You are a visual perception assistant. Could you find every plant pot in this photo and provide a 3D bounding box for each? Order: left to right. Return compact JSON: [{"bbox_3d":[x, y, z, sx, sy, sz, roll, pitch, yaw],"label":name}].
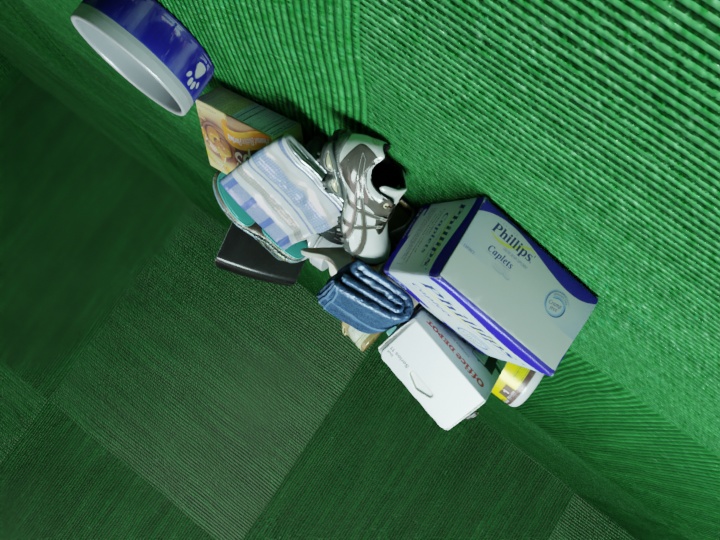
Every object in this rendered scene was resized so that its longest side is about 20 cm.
[{"bbox_3d":[-0.195,-0.068,1.644,0.174,0.204,0.200,25,173,-7],"label":"plant pot"}]

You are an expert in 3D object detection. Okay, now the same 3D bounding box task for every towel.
[{"bbox_3d":[-0.102,-0.100,1.042,0.147,0.024,0.198,46,146,-19],"label":"towel"},{"bbox_3d":[0.002,0.046,1.044,0.110,0.049,0.200,32,165,-5],"label":"towel"}]

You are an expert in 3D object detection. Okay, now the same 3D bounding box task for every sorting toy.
[{"bbox_3d":[0.000,0.000,1.221,0.176,0.110,0.200,10,165,30],"label":"sorting toy"}]

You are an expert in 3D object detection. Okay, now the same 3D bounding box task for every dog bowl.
[{"bbox_3d":[-0.307,-0.318,1.081,0.198,0.080,0.200,36,172,6],"label":"dog bowl"}]

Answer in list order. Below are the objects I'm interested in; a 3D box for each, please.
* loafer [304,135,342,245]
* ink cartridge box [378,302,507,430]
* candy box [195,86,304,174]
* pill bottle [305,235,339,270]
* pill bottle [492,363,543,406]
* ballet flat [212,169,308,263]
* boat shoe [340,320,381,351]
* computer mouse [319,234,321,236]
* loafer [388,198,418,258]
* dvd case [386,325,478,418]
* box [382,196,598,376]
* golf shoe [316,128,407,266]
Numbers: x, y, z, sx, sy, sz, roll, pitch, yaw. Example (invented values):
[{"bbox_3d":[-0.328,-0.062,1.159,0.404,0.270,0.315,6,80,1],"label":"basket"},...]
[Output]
[{"bbox_3d":[-0.042,-0.110,1.089,0.070,0.064,0.201,12,155,19],"label":"loafer"},{"bbox_3d":[0.130,0.102,1.062,0.147,0.083,0.200,48,-147,1],"label":"ink cartridge box"},{"bbox_3d":[-0.160,-0.184,1.123,0.198,0.055,0.118,31,142,37],"label":"candy box"},{"bbox_3d":[-0.129,-0.090,1.467,0.198,0.112,0.111,34,172,13],"label":"pill bottle"},{"bbox_3d":[0.197,0.117,1.215,0.198,0.110,0.109,36,172,6],"label":"pill bottle"},{"bbox_3d":[-0.171,-0.084,1.244,0.200,0.074,0.074,46,169,-17],"label":"ballet flat"},{"bbox_3d":[0.003,0.083,1.242,0.067,0.074,0.200,46,176,1],"label":"boat shoe"},{"bbox_3d":[-0.100,-0.113,1.232,0.197,0.046,0.141,8,143,50],"label":"computer mouse"},{"bbox_3d":[0.059,-0.052,1.022,0.198,0.074,0.072,35,167,5],"label":"loafer"},{"bbox_3d":[0.113,0.158,1.148,0.148,0.022,0.199,59,-167,20],"label":"dvd case"},{"bbox_3d":[0.145,0.016,0.904,0.183,0.106,0.200,38,171,-13],"label":"box"},{"bbox_3d":[0.017,-0.078,0.926,0.092,0.079,0.202,5,141,26],"label":"golf shoe"}]
